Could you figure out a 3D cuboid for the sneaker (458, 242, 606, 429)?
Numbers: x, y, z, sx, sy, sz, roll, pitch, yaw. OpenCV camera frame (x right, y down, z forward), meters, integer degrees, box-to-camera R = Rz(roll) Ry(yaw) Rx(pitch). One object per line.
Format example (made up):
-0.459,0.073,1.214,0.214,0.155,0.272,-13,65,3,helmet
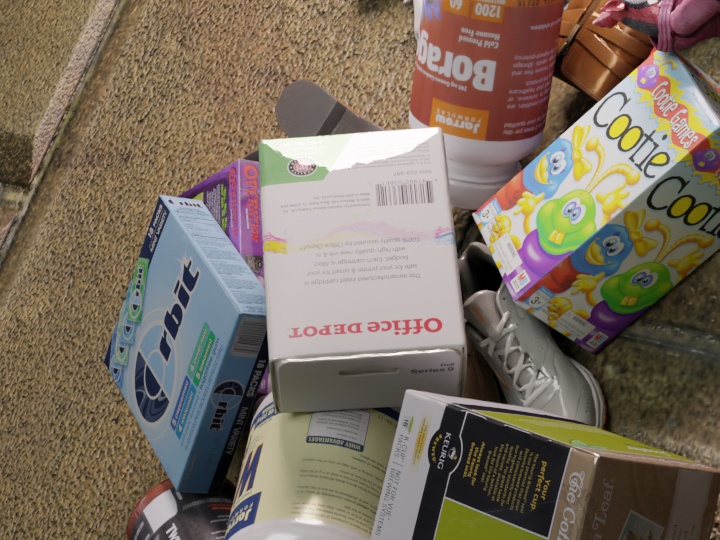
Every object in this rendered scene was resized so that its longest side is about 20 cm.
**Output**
0.116,0.062,1.551,0.076,0.092,0.200,-41,44,19,sneaker

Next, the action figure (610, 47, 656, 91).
0.177,-0.084,1.600,0.200,0.065,0.052,-44,31,20,action figure

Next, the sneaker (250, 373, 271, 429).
-0.015,0.091,1.679,0.200,0.075,0.082,-53,38,5,sneaker

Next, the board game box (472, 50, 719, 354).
0.201,-0.052,1.526,0.200,0.105,0.103,-42,42,19,board game box

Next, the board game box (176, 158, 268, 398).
-0.119,0.018,1.739,0.120,0.032,0.201,-27,61,59,board game box

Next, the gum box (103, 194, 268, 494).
-0.143,0.059,1.702,0.200,0.044,0.170,52,128,51,gum box

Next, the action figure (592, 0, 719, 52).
0.267,-0.194,1.485,0.199,0.149,0.134,-14,17,1,action figure

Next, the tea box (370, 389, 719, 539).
0.115,0.203,1.396,0.196,0.133,0.201,17,95,50,tea box

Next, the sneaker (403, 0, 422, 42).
0.087,-0.209,1.784,0.089,0.075,0.200,-55,32,24,sneaker

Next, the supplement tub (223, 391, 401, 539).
-0.028,0.196,1.544,0.145,0.145,0.200,-25,36,33,supplement tub

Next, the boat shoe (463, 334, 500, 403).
0.053,0.052,1.607,0.072,0.065,0.201,-22,65,3,boat shoe

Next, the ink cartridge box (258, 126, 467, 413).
0.000,0.000,1.547,0.145,0.088,0.201,-4,56,-1,ink cartridge box

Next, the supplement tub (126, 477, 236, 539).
-0.111,0.259,1.647,0.107,0.107,0.200,-49,40,11,supplement tub

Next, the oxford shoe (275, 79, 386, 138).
0.010,-0.094,1.787,0.071,0.071,0.200,-49,56,12,oxford shoe

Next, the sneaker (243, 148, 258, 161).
-0.074,-0.060,1.776,0.082,0.073,0.200,-25,20,-25,sneaker

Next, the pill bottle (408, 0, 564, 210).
0.098,-0.156,1.638,0.112,0.112,0.201,40,130,50,pill bottle

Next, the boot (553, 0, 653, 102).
0.226,-0.201,1.616,0.156,0.077,0.200,-56,37,0,boot
